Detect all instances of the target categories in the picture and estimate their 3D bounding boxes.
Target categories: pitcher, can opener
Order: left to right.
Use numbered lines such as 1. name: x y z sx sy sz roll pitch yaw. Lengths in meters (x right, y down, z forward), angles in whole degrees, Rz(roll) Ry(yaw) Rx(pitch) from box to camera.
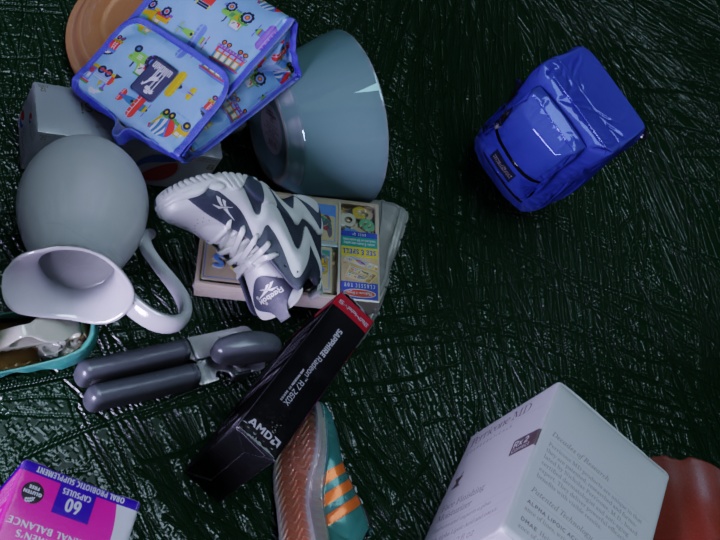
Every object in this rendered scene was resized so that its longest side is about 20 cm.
1. pitcher: -0.237 -0.030 0.902 0.171 0.121 0.201 26 29 -28
2. can opener: -0.174 0.086 0.934 0.199 0.067 0.053 -12 62 -34

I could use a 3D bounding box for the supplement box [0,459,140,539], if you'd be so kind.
1. supplement box: -0.256 0.264 0.735 0.101 0.103 0.201 26 52 -20

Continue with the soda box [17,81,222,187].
1. soda box: -0.250 -0.137 1.016 0.199 0.068 0.064 4 59 -33

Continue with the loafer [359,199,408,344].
1. loafer: 0.000 0.000 1.112 0.069 0.070 0.201 19 52 -2

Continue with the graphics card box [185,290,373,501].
1. graphics card box: -0.076 0.119 0.936 0.051 0.125 0.200 43 46 -4

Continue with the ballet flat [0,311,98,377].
1. ballet flat: -0.319 0.062 0.839 0.199 0.070 0.068 -11 70 -39

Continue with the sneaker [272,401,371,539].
1. sneaker: -0.034 0.226 0.943 0.080 0.071 0.201 25 49 -37

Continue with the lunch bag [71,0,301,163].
1. lunch bag: -0.180 -0.197 0.974 0.150 0.094 0.200 34 68 16

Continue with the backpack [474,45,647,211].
1. backpack: 0.241 -0.178 1.300 0.167 0.200 0.163 -25 80 -32

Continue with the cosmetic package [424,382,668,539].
1. cosmetic package: 0.188 0.263 1.003 0.165 0.165 0.200 40 46 -7

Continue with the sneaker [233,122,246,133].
1. sneaker: -0.169 -0.243 1.147 0.099 0.078 0.202 16 63 -34

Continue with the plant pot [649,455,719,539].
1. plant pot: 0.349 0.327 1.071 0.200 0.201 0.196 28 41 -17

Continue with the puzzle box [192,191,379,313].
1. puzzle box: -0.077 -0.024 1.052 0.198 0.025 0.134 6 57 -10

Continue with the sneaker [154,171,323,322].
1. sneaker: -0.107 -0.015 0.949 0.199 0.079 0.131 15 54 -52

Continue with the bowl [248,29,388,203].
1. bowl: -0.059 -0.163 1.098 0.104 0.201 0.202 -15 71 -24

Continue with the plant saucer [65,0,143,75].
1. plant saucer: -0.228 -0.265 1.075 0.198 0.032 0.202 1 66 -2
